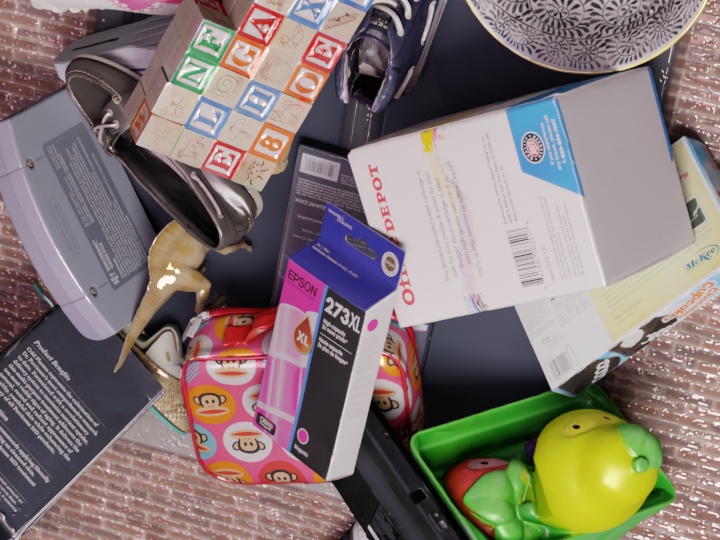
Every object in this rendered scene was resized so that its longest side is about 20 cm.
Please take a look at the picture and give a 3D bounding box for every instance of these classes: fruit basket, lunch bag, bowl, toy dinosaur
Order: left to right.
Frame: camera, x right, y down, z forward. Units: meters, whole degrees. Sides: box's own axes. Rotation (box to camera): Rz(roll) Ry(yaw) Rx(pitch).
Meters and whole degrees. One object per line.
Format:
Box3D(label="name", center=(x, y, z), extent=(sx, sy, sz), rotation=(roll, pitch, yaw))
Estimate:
Box3D(label="toy dinosaur", center=(-0.152, -0.002, 1.795), extent=(0.058, 0.101, 0.200), rotation=(31, 88, 32))
Box3D(label="lunch bag", center=(-0.050, 0.096, 1.781), extent=(0.200, 0.082, 0.176), rotation=(-1, 131, 9))
Box3D(label="fruit basket", center=(0.157, 0.159, 1.697), extent=(0.216, 0.215, 0.156), rotation=(-52, 57, 28))
Box3D(label="bowl", center=(0.174, -0.256, 1.596), extent=(0.200, 0.094, 0.201), rotation=(6, 113, 14))

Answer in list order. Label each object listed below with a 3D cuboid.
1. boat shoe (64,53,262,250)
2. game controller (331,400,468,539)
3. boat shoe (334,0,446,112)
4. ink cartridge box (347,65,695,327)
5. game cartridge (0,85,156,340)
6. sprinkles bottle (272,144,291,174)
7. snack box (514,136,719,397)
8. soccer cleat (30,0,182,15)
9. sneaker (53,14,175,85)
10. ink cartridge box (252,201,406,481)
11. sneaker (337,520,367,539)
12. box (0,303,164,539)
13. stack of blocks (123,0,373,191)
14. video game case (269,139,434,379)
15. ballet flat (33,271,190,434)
Box3D(label="boat shoe", center=(-0.167, -0.096, 1.717), extent=(0.200, 0.057, 0.067), rotation=(40, 141, -2))
Box3D(label="game controller", center=(0.031, 0.194, 1.694), extent=(0.200, 0.042, 0.104), rotation=(55, 154, 29))
Box3D(label="boat shoe", center=(0.032, -0.216, 1.658), extent=(0.075, 0.093, 0.200), rotation=(16, 116, 10))
Box3D(label="ink cartridge box", center=(0.123, -0.057, 1.631), extent=(0.200, 0.145, 0.147), rotation=(-11, 97, 39))
Box3D(label="game cartridge", center=(-0.236, -0.047, 1.785), extent=(0.040, 0.133, 0.200), rotation=(-20, 100, 28))
Box3D(label="sprinkles bottle", center=(-0.064, -0.177, 1.719), extent=(0.068, 0.068, 0.200), rotation=(23, 118, 7))
Box3D(label="snack box", center=(0.213, -0.002, 1.689), extent=(0.200, 0.037, 0.116), rotation=(-38, 57, 27))
Box3D(label="soccer cleat", center=(-0.227, -0.243, 1.750), extent=(0.200, 0.070, 0.086), rotation=(24, 131, 10))
Box3D(label="sneaker", center=(-0.162, -0.168, 1.747), extent=(0.200, 0.073, 0.071), rotation=(-4, 127, 41))
Box3D(label="ink cartridge box", center=(-0.026, 0.056, 1.665), extent=(0.095, 0.037, 0.200), rotation=(34, 119, 38))
Box3D(label="sneaker", center=(0.028, 0.317, 1.899), extent=(0.114, 0.075, 0.200), rotation=(-33, 94, 27))
Box3D(label="box", center=(-0.305, 0.146, 1.823), extent=(0.124, 0.197, 0.200), rotation=(50, 143, -6))
Box3D(label="stack of blocks", center=(-0.084, -0.172, 1.638), extent=(0.115, 0.059, 0.200), rotation=(21, 114, -27))
Box3D(label="video game case", center=(0.000, 0.000, 1.802), extent=(0.143, 0.019, 0.200), rotation=(17, 118, 10))
Box3D(label="ballet flat", center=(-0.199, 0.056, 1.865), extent=(0.065, 0.071, 0.200), rotation=(-43, 99, 11))
